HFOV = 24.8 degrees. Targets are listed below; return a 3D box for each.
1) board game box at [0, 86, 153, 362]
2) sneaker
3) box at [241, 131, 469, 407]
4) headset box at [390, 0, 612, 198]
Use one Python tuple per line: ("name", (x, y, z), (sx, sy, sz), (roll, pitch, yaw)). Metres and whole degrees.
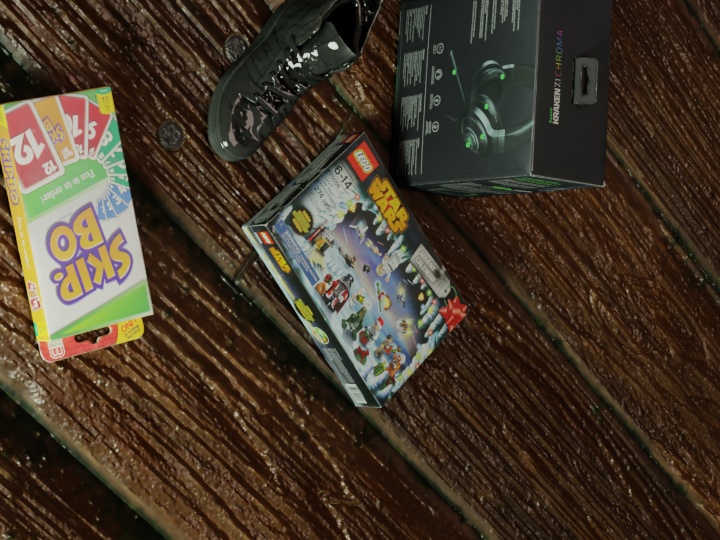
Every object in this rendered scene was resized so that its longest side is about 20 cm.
("board game box", (-0.220, -0.036, 1.262), (0.095, 0.030, 0.201), (-15, 101, -37))
("sneaker", (-0.047, -0.179, 1.350), (0.060, 0.104, 0.200), (42, 65, -30))
("box", (0.000, 0.000, 1.425), (0.137, 0.040, 0.200), (-46, 116, -31))
("headset box", (0.125, -0.158, 1.427), (0.092, 0.200, 0.175), (6, 85, -38))
